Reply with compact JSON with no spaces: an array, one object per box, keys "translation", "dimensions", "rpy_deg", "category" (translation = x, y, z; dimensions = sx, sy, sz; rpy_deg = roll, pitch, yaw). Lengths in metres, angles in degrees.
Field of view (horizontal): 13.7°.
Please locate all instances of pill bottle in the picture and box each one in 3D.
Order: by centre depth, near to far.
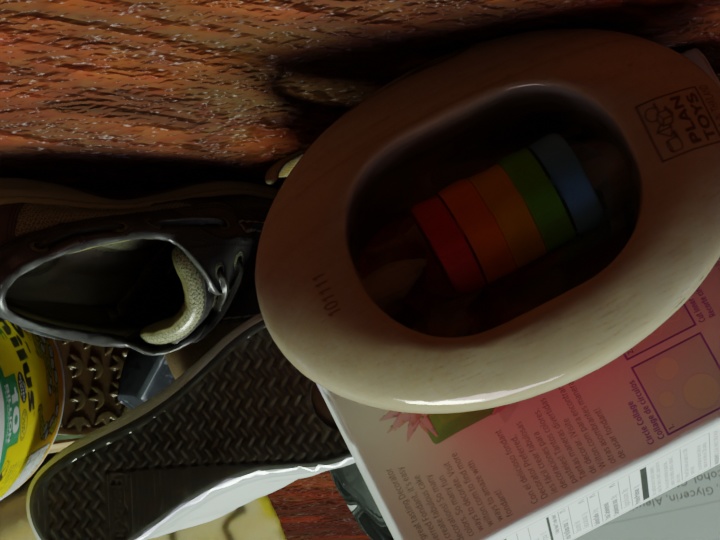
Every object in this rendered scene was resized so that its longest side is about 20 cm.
[{"translation":[-0.189,0.055,1.291],"dimensions":[0.112,0.113,0.200],"rpy_deg":[-11,-178,6],"category":"pill bottle"}]

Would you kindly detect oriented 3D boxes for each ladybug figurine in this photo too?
[{"translation":[0.056,-0.015,1.141],"dimensions":[0.199,0.136,0.072],"rpy_deg":[-23,163,-4],"category":"ladybug figurine"}]

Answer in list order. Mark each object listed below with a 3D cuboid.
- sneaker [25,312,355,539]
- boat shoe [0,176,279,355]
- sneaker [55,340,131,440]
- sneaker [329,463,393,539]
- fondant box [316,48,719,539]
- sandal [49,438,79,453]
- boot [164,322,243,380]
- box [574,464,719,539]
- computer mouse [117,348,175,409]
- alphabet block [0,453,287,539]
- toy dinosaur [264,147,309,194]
[{"translation":[-0.046,0.060,1.285],"dimensions":[0.199,0.073,0.085],"rpy_deg":[-24,178,8],"category":"sneaker"},{"translation":[-0.085,0.005,1.254],"dimensions":[0.199,0.065,0.073],"rpy_deg":[-1,124,-35],"category":"boat shoe"},{"translation":[-0.193,0.054,1.456],"dimensions":[0.199,0.067,0.090],"rpy_deg":[-3,172,-24],"category":"sneaker"},{"translation":[0.032,0.089,1.388],"dimensions":[0.071,0.098,0.200],"rpy_deg":[-34,165,12],"category":"sneaker"},{"translation":[0.082,0.022,1.195],"dimensions":[0.199,0.145,0.058],"rpy_deg":[-26,159,-4],"category":"fondant box"},{"translation":[-0.193,0.069,1.542],"dimensions":[0.211,0.078,0.070],"rpy_deg":[-16,133,39],"category":"sandal"},{"translation":[0.000,0.000,1.369],"dimensions":[0.199,0.076,0.074],"rpy_deg":[-21,158,-18],"category":"boot"},{"translation":[0.167,0.056,1.331],"dimensions":[0.199,0.131,0.199],"rpy_deg":[-13,-176,13],"category":"box"},{"translation":[-0.106,0.073,1.427],"dimensions":[0.059,0.034,0.200],"rpy_deg":[15,111,-49],"category":"computer mouse"},{"translation":[-0.151,0.199,1.625],"dimensions":[0.199,0.197,0.195],"rpy_deg":[-27,-171,-24],"category":"alphabet block"},{"translation":[0.004,-0.041,1.241],"dimensions":[0.199,0.058,0.101],"rpy_deg":[-3,151,-45],"category":"toy dinosaur"}]
